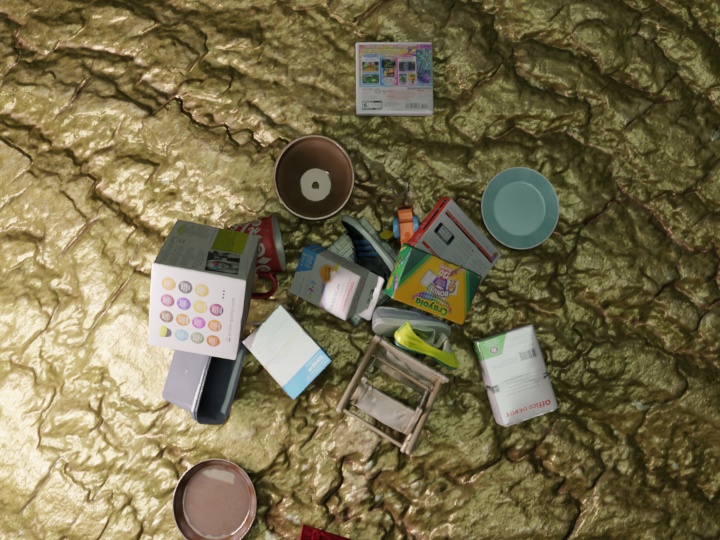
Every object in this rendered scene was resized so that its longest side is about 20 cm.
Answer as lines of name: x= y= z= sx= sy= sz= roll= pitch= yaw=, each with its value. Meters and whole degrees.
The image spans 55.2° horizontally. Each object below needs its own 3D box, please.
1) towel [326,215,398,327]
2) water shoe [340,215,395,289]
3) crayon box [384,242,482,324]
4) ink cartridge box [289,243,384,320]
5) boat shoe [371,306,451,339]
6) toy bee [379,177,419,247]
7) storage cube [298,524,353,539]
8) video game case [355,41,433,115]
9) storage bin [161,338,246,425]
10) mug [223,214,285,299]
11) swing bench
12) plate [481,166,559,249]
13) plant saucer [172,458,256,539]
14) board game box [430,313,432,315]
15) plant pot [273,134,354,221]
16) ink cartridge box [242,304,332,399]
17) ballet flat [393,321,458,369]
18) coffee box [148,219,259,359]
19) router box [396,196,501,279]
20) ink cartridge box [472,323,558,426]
towel: x=0.000 y=0.000 z=1.677 sx=0.199 sy=0.035 sz=0.193 roll=-42 pitch=83 yaw=-3
water shoe: x=0.010 y=-0.043 z=1.629 sx=0.079 sy=0.072 sz=0.200 roll=-43 pitch=82 yaw=0
crayon box: x=0.163 y=0.030 z=1.549 sx=0.196 sy=0.058 sz=0.122 roll=20 pitch=96 yaw=-23
ink cartridge box: x=-0.055 y=0.034 z=1.609 sx=0.196 sy=0.068 sz=0.118 roll=25 pitch=108 yaw=15
boat shoe: x=0.122 y=0.118 z=1.639 sx=0.195 sy=0.071 sz=0.073 roll=7 pitch=51 yaw=-13
toy bee: x=0.118 y=-0.114 z=1.649 sx=0.127 sy=0.109 sz=0.206 roll=15 pitch=102 yaw=4
storage cube: x=-0.072 y=0.692 z=1.523 sx=0.175 sy=0.171 sz=0.205 roll=16 pitch=83 yaw=0
video game case: x=0.085 y=-0.482 z=1.732 sx=0.194 sy=0.024 sz=0.188 roll=0 pitch=83 yaw=-1
storage bin: x=-0.363 y=0.236 z=1.595 sx=0.131 sy=0.145 sz=0.206 roll=12 pitch=83 yaw=27
mug: x=-0.282 y=-0.026 z=1.617 sx=0.194 sy=0.134 sz=0.183 roll=-10 pitch=74 yaw=1
swing bench: x=0.072 y=0.285 z=1.597 sx=0.196 sy=0.130 sz=0.203 roll=30 pitch=79 yaw=3
plate: x=0.393 y=-0.153 z=1.703 sx=0.194 sy=0.026 sz=0.207 roll=0 pitch=84 yaw=-2
plant saucer: x=-0.337 y=0.540 z=1.602 sx=0.194 sy=0.034 sz=0.207 roll=0 pitch=84 yaw=-1
board game box: x=0.192 y=-0.003 z=1.684 sx=0.100 sy=0.019 sz=0.206 roll=-16 pitch=84 yaw=-2
plant pot: x=-0.111 y=-0.214 z=1.662 sx=0.194 sy=0.093 sz=0.207 roll=0 pitch=83 yaw=-2
ink cartridge box: x=-0.174 y=0.178 z=1.598 sx=0.125 sy=0.129 sz=0.201 roll=-42 pitch=87 yaw=-6
ballet flat: x=0.167 y=0.171 z=1.603 sx=0.197 sy=0.067 sz=0.068 roll=25 pitch=105 yaw=-27
coffee box: x=-0.335 y=0.038 z=1.485 sx=0.192 sy=0.202 sz=0.204 roll=11 pitch=119 yaw=-5
router box: x=0.209 y=-0.036 z=1.612 sx=0.200 sy=0.049 sz=0.180 roll=43 pitch=84 yaw=-23
ink cartridge box: x=0.363 y=0.246 z=1.627 sx=0.142 sy=0.084 sz=0.206 roll=-16 pitch=85 yaw=-3
